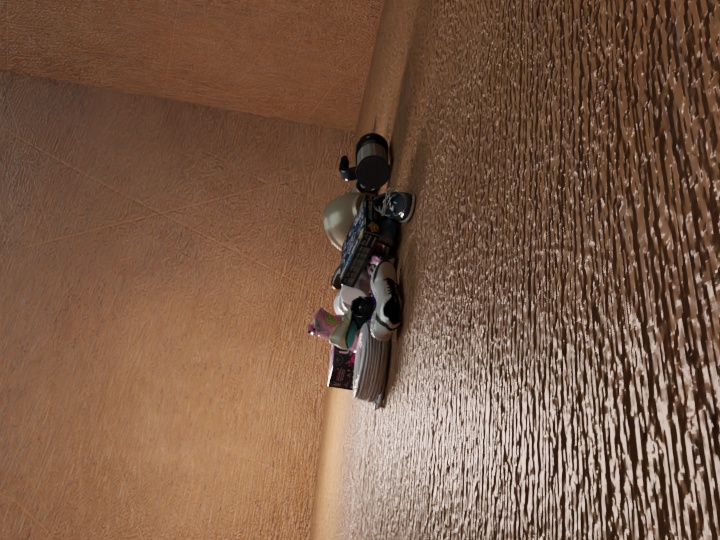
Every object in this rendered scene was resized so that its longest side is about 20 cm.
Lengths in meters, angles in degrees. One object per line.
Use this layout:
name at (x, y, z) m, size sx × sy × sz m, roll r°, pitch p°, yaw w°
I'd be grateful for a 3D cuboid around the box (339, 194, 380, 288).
box at (-0.003, -0.080, 1.481) m, size 0.160 × 0.045 × 0.201 m, roll -89°, pitch 20°, yaw -47°

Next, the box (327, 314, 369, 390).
box at (-0.039, 0.262, 1.752) m, size 0.133 × 0.113 × 0.202 m, roll 104°, pitch 171°, yaw -47°

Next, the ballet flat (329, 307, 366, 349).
ballet flat at (-0.031, 0.141, 1.466) m, size 0.200 × 0.069 × 0.070 m, roll -53°, pitch -22°, yaw -57°

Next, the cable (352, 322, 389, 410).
cable at (0.024, 0.233, 1.390) m, size 0.200 × 0.068 × 0.203 m, roll -117°, pitch 36°, yaw -80°

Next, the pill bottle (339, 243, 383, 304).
pill bottle at (0.000, 0.000, 1.623) m, size 0.112 × 0.110 × 0.202 m, roll 105°, pitch 180°, yaw -51°

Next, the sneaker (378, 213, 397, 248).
sneaker at (0.069, -0.118, 1.513) m, size 0.200 × 0.077 × 0.091 m, roll -140°, pitch 72°, yaw -75°

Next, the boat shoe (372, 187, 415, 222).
boat shoe at (0.080, -0.165, 1.343) m, size 0.200 × 0.061 × 0.076 m, roll -142°, pitch 70°, yaw -73°

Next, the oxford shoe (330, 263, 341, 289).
oxford shoe at (-0.034, 0.005, 1.875) m, size 0.200 × 0.072 × 0.085 m, roll -44°, pitch 20°, yaw 25°

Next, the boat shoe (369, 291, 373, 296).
boat shoe at (0.016, 0.070, 1.687) m, size 0.201 × 0.070 × 0.073 m, roll -95°, pitch 14°, yaw -63°

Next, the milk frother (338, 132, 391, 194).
milk frother at (0.038, -0.328, 1.863) m, size 0.201 × 0.179 × 0.189 m, roll 52°, pitch -158°, yaw -29°

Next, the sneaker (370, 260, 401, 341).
sneaker at (0.069, 0.060, 1.269) m, size 0.080 × 0.073 × 0.203 m, roll 130°, pitch 146°, yaw -52°

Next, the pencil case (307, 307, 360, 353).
pencil case at (-0.047, 0.177, 1.537) m, size 0.087 × 0.197 × 0.089 m, roll 22°, pitch -90°, yaw -85°

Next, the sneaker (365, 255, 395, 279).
sneaker at (0.045, 0.003, 1.475) m, size 0.200 × 0.079 × 0.088 m, roll -154°, pitch 67°, yaw -87°

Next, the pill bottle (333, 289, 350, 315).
pill bottle at (-0.030, 0.109, 1.881) m, size 0.200 × 0.112 × 0.116 m, roll 128°, pitch 149°, yaw -78°

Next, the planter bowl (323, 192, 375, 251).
planter bowl at (-0.004, -0.168, 1.770) m, size 0.134 × 0.198 × 0.203 m, roll -27°, pitch 50°, yaw 49°

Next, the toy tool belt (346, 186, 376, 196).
toy tool belt at (0.011, -0.232, 2.080) m, size 0.201 × 0.123 × 0.124 m, roll -84°, pitch -26°, yaw -51°

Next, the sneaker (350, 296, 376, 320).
sneaker at (0.022, 0.095, 1.431) m, size 0.200 × 0.098 × 0.071 m, roll 125°, pitch 153°, yaw -84°
